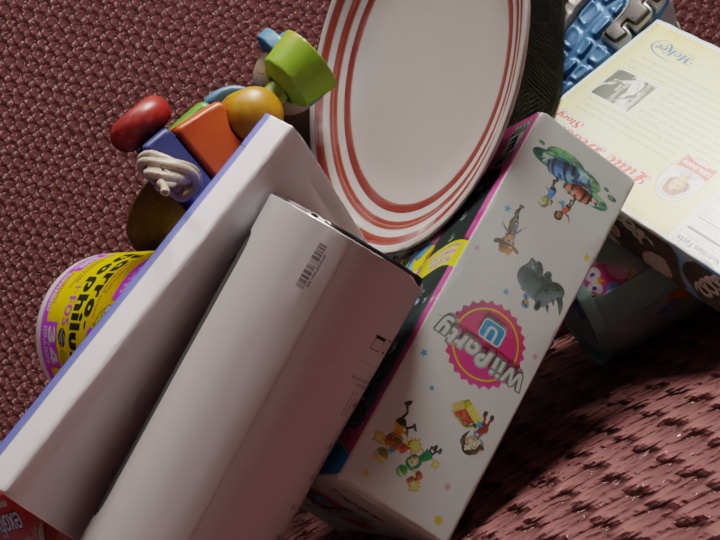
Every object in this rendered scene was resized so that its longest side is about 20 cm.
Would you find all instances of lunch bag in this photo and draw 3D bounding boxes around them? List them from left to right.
[{"bbox_3d":[0.181,-0.032,0.778,0.169,0.123,0.200,-28,8,2],"label":"lunch bag"}]

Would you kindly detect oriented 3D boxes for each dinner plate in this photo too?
[{"bbox_3d":[0.031,-0.108,0.689,0.024,0.203,0.199,10,-20,-32],"label":"dinner plate"}]

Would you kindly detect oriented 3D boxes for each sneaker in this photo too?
[{"bbox_3d":[0.049,-0.139,0.760,0.120,0.084,0.202,-15,45,30],"label":"sneaker"},{"bbox_3d":[0.120,-0.097,0.800,0.199,0.075,0.087,-40,-39,9],"label":"sneaker"}]

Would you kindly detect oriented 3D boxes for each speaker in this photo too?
[{"bbox_3d":[-0.053,0.073,0.575,0.202,0.081,0.081,-61,3,0],"label":"speaker"}]

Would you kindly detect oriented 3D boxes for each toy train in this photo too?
[{"bbox_3d":[-0.059,-0.075,0.664,0.116,0.085,0.200,-42,11,-5],"label":"toy train"}]

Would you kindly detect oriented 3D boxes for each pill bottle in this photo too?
[{"bbox_3d":[-0.109,0.040,0.768,0.104,0.105,0.199,-29,15,-32],"label":"pill bottle"}]

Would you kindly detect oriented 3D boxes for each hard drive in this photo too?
[{"bbox_3d":[-0.075,0.042,0.621,0.201,0.025,0.132,-53,-33,-13],"label":"hard drive"}]

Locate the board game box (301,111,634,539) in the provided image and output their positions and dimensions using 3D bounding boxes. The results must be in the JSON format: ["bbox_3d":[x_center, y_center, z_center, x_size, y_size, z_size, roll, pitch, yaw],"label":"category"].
[{"bbox_3d":[0.037,0.032,0.661,0.201,0.064,0.147,-61,13,-17],"label":"board game box"}]

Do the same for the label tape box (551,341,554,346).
[{"bbox_3d":[0.018,0.030,0.941,0.142,0.067,0.199,-29,34,-29],"label":"label tape box"}]

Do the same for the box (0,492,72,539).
[{"bbox_3d":[-0.185,0.170,0.876,0.099,0.096,0.199,-28,2,-38],"label":"box"}]

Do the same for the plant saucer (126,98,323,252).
[{"bbox_3d":[-0.052,-0.044,0.850,0.198,0.037,0.201,-24,-20,-9],"label":"plant saucer"}]

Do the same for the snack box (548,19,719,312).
[{"bbox_3d":[0.180,-0.053,0.676,0.116,0.037,0.200,-38,42,-9],"label":"snack box"}]
